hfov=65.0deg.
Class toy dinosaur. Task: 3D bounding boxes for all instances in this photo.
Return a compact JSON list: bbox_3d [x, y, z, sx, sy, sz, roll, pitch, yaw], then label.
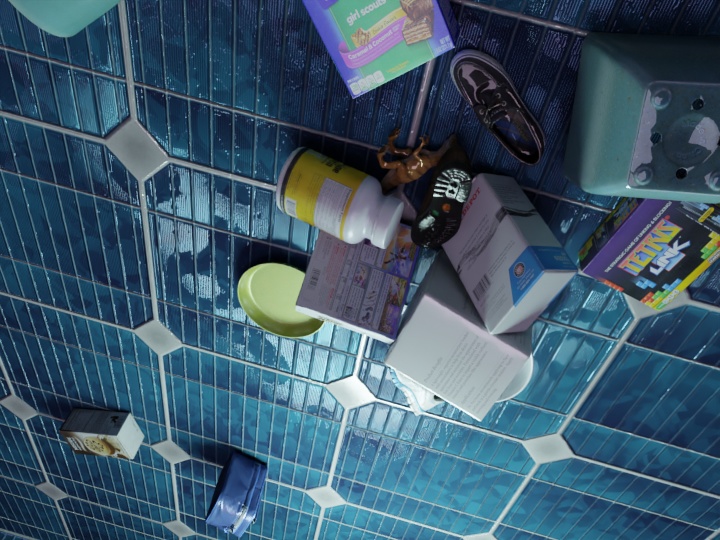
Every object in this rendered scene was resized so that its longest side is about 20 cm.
[{"bbox_3d":[0.066,-0.162,0.917,0.197,0.061,0.106,-28,119,32],"label":"toy dinosaur"}]

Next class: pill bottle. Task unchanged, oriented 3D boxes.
[{"bbox_3d":[-0.032,-0.113,0.921,0.195,0.113,0.114,25,133,12],"label":"pill bottle"}]

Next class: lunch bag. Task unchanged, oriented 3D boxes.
[{"bbox_3d":[-0.335,0.627,1.568,0.129,0.203,0.137,26,126,-12],"label":"lunch bag"}]

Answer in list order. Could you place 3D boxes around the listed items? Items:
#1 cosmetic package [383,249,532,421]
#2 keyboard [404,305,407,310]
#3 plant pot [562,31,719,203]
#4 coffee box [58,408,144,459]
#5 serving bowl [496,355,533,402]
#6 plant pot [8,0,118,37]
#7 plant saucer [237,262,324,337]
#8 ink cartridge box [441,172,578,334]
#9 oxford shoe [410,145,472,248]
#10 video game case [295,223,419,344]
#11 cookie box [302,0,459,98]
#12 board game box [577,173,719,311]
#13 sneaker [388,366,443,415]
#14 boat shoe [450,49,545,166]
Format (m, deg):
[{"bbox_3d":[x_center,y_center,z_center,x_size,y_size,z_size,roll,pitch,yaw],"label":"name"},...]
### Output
[{"bbox_3d":[0.172,0.107,0.979,0.196,0.166,0.167,30,123,2],"label":"cosmetic package"},{"bbox_3d":[0.067,0.082,1.147,0.197,0.011,0.056,34,128,-14],"label":"keyboard"},{"bbox_3d":[0.376,-0.181,0.699,0.189,0.201,0.202,6,113,9],"label":"plant pot"},{"bbox_3d":[-0.740,0.468,1.622,0.193,0.081,0.116,0,130,14],"label":"coffee box"},{"bbox_3d":[0.242,0.157,1.115,0.193,0.066,0.206,10,119,17],"label":"serving bowl"},{"bbox_3d":[-0.369,-0.436,0.727,0.156,0.203,0.204,-18,124,12],"label":"plant pot"},{"bbox_3d":[-0.158,0.056,1.172,0.193,0.032,0.205,7,130,8],"label":"plant saucer"},{"bbox_3d":[0.223,-0.028,0.889,0.081,0.204,0.147,0,139,-30],"label":"ink cartridge box"},{"bbox_3d":[0.133,-0.113,0.909,0.070,0.086,0.202,16,141,-6],"label":"oxford shoe"},{"bbox_3d":[0.000,0.000,0.979,0.176,0.206,0.046,18,162,-1],"label":"video game case"},{"bbox_3d":[0.018,-0.367,0.753,0.167,0.076,0.203,-17,122,27],"label":"cookie box"},{"bbox_3d":[0.477,-0.047,0.907,0.161,0.058,0.203,23,130,-6],"label":"board game box"},{"bbox_3d":[0.123,0.229,1.222,0.084,0.076,0.202,-20,129,19],"label":"sneaker"},{"bbox_3d":[0.202,-0.229,0.823,0.069,0.067,0.200,-30,116,32],"label":"boat shoe"}]
